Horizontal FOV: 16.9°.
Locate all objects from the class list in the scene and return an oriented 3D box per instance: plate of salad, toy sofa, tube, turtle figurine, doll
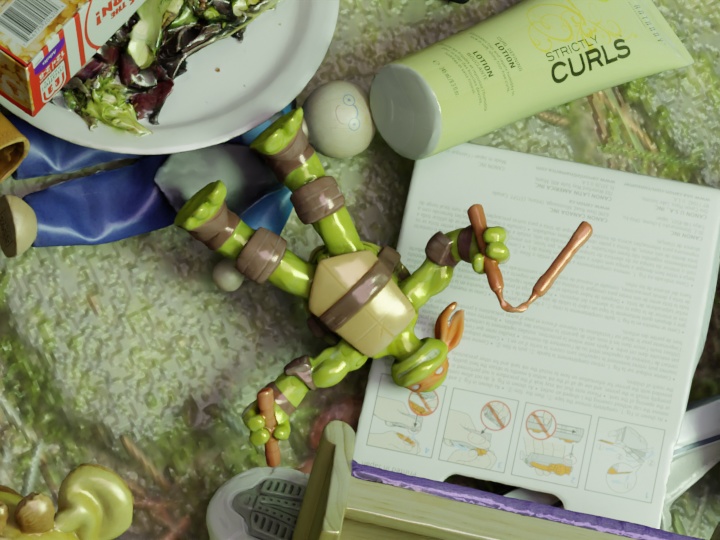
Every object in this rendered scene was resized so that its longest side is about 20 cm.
[{"bbox_3d":[-0.108,-0.149,1.193,0.199,0.048,0.201,4,63,-8],"label":"plate of salad"},{"bbox_3d":[0.072,0.124,1.106,0.199,0.083,0.098,12,46,-3],"label":"toy sofa"},{"bbox_3d":[0.090,-0.112,1.260,0.200,0.052,0.058,-24,118,-39],"label":"tube"},{"bbox_3d":[0.000,0.000,1.178,0.200,0.064,0.161,-40,100,11],"label":"turtle figurine"},{"bbox_3d":[-0.085,-0.055,1.208,0.199,0.048,0.137,-15,78,-19],"label":"doll"}]

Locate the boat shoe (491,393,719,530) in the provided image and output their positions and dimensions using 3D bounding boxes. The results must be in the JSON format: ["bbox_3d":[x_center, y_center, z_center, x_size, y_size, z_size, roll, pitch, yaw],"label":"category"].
[{"bbox_3d":[0.124,0.134,1.235,0.201,0.075,0.086,-25,89,-18],"label":"boat shoe"}]

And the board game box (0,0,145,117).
[{"bbox_3d":[-0.184,-0.187,1.155,0.200,0.046,0.152,35,66,14],"label":"board game box"}]

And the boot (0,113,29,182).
[{"bbox_3d":[-0.265,-0.051,1.114,0.201,0.071,0.144,-34,66,-27],"label":"boot"}]

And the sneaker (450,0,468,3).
[{"bbox_3d":[0.060,-0.219,1.279,0.076,0.114,0.200,26,46,-8],"label":"sneaker"}]

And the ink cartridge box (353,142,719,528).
[{"bbox_3d":[0.089,0.043,1.224,0.162,0.050,0.201,11,80,8],"label":"ink cartridge box"}]

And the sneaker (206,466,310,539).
[{"bbox_3d":[0.016,0.168,1.179,0.199,0.100,0.078,23,44,7],"label":"sneaker"}]

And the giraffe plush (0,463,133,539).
[{"bbox_3d":[-0.157,0.164,1.047,0.172,0.200,0.163,-39,124,-39],"label":"giraffe plush"}]
